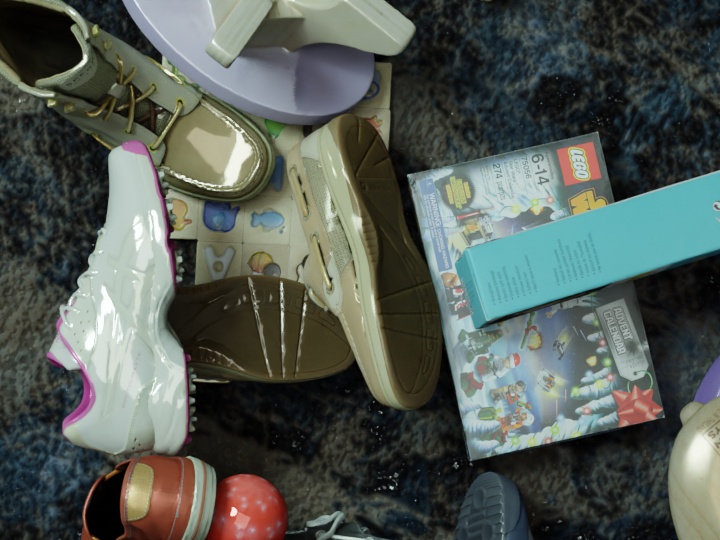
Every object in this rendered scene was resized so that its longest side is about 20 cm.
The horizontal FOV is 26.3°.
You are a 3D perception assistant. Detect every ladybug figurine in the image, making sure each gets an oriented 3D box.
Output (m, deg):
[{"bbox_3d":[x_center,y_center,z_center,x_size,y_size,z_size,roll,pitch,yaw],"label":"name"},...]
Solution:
[{"bbox_3d":[0.265,0.157,0.938,0.135,0.072,0.200,-38,85,-2],"label":"ladybug figurine"}]

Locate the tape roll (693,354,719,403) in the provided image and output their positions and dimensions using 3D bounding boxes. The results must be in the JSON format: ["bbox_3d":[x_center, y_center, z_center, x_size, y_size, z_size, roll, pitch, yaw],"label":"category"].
[{"bbox_3d":[0.320,0.119,1.018,0.198,0.085,0.202,0,84,2],"label":"tape roll"}]

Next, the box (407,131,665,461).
[{"bbox_3d":[0.118,0.018,1.057,0.136,0.040,0.202,-13,84,0],"label":"box"}]

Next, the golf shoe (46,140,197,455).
[{"bbox_3d":[-0.154,0.019,0.971,0.091,0.075,0.202,-5,86,-10],"label":"golf shoe"}]

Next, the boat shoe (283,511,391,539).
[{"bbox_3d":[-0.012,0.197,1.026,0.198,0.074,0.068,5,48,28],"label":"boat shoe"}]

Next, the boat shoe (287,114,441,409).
[{"bbox_3d":[0.000,0.000,1.027,0.064,0.071,0.202,-25,70,34],"label":"boat shoe"}]

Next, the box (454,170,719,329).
[{"bbox_3d":[0.164,-0.016,0.998,0.198,0.082,0.050,-17,85,-3],"label":"box"}]

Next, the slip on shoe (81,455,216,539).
[{"bbox_3d":[-0.149,0.153,0.984,0.061,0.200,0.075,13,71,-20],"label":"slip on shoe"}]

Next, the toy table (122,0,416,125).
[{"bbox_3d":[-0.063,-0.189,1.014,0.199,0.117,0.185,26,67,-14],"label":"toy table"}]

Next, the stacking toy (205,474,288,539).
[{"bbox_3d":[-0.085,0.216,0.980,0.085,0.085,0.201,18,120,4],"label":"stacking toy"}]

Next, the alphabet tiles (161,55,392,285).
[{"bbox_3d":[-0.062,-0.085,1.092,0.165,0.006,0.202,3,85,2],"label":"alphabet tiles"}]

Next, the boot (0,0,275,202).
[{"bbox_3d":[-0.157,-0.114,1.018,0.199,0.155,0.072,31,88,9],"label":"boot"}]

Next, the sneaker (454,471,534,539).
[{"bbox_3d":[0.110,0.237,1.035,0.081,0.070,0.202,4,79,-26],"label":"sneaker"}]

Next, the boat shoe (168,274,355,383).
[{"bbox_3d":[-0.100,0.041,1.054,0.198,0.065,0.072,5,78,-14],"label":"boat shoe"}]
